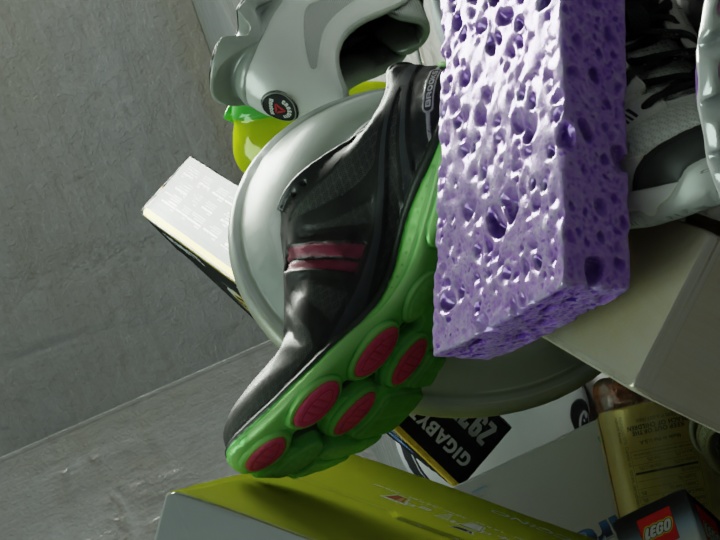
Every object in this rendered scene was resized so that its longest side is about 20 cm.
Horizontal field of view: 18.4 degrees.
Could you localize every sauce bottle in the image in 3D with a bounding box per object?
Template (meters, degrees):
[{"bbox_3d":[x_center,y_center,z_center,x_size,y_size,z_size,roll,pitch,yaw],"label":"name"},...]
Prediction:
[{"bbox_3d":[0.161,0.144,1.061,0.066,0.066,0.200,124,135,-84],"label":"sauce bottle"}]

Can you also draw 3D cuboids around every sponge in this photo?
[{"bbox_3d":[0.063,-0.075,0.839,0.112,0.030,0.200,146,127,-63],"label":"sponge"}]

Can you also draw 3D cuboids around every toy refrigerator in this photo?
[{"bbox_3d":[0.117,0.010,0.881,0.076,0.070,0.200,26,-177,-16],"label":"toy refrigerator"}]

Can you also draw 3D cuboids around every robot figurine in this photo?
[{"bbox_3d":[0.088,0.099,1.485,0.200,0.150,0.125,121,167,-84],"label":"robot figurine"}]

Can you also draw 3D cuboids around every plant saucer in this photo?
[{"bbox_3d":[0.040,-0.025,1.024,0.050,0.200,0.200,99,151,-49],"label":"plant saucer"}]

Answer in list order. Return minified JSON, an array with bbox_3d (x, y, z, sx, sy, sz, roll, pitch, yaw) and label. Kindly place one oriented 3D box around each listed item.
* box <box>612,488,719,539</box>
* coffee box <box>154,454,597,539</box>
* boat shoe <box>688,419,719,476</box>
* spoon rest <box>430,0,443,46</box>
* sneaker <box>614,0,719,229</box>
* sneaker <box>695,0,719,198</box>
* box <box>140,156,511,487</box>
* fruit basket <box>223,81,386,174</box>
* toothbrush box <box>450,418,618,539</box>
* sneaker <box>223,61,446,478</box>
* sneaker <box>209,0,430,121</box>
[{"bbox_3d":[0.176,0.179,0.940,0.200,0.035,0.110,40,-152,-49],"label":"box"},{"bbox_3d":[0.018,0.205,0.965,0.200,0.200,0.198,0,-73,-69],"label":"coffee box"},{"bbox_3d":[0.162,0.082,0.899,0.073,0.063,0.201,73,180,-53],"label":"boat shoe"},{"bbox_3d":[0.047,-0.161,1.081,0.099,0.061,0.200,78,166,-65],"label":"spoon rest"},{"bbox_3d":[0.102,-0.072,0.848,0.200,0.076,0.088,-146,41,-71],"label":"sneaker"},{"bbox_3d":[0.146,-0.017,0.661,0.088,0.080,0.200,-105,-8,-73],"label":"sneaker"},{"bbox_3d":[-0.022,0.025,1.199,0.160,0.049,0.200,43,175,-28],"label":"box"},{"bbox_3d":[0.033,-0.044,1.195,0.216,0.155,0.216,57,173,10],"label":"fruit basket"},{"bbox_3d":[0.118,0.137,1.193,0.200,0.146,0.085,91,154,-79],"label":"toothbrush box"},{"bbox_3d":[0.000,0.000,0.949,0.084,0.200,0.077,29,176,37],"label":"sneaker"},{"bbox_3d":[0.006,-0.150,1.162,0.088,0.200,0.074,20,152,17],"label":"sneaker"}]
